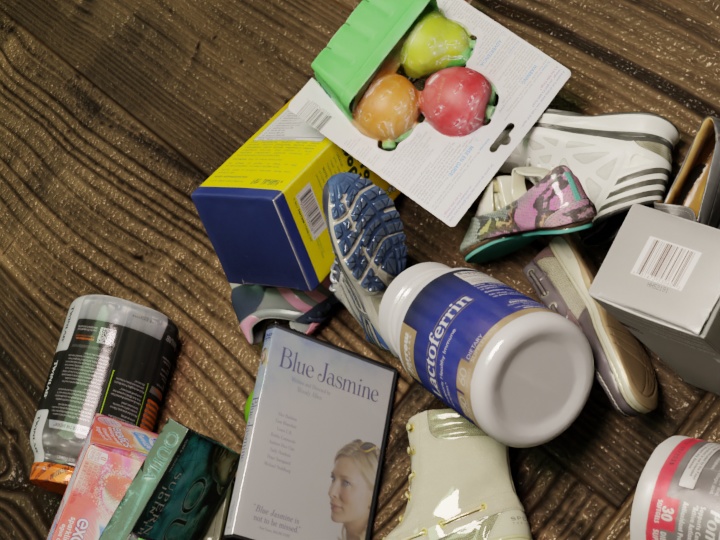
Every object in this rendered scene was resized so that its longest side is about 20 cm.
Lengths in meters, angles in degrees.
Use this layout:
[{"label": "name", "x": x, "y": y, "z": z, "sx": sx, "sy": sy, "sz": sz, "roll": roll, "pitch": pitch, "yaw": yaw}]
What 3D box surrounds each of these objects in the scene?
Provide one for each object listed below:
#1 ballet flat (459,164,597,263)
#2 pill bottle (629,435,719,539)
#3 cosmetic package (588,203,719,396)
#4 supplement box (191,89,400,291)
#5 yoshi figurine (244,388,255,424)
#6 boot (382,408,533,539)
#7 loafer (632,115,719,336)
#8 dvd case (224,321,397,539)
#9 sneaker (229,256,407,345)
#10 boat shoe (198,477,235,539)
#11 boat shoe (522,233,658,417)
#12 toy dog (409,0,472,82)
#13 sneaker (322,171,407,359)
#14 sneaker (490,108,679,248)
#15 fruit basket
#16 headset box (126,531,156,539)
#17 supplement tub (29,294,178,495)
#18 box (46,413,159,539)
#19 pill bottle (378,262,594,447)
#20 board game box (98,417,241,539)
[{"label": "ballet flat", "x": 0.145, "y": -0.056, "z": 1.224, "sx": 0.200, "sy": 0.069, "sz": 0.072, "roll": 158, "pitch": 99, "yaw": -68}, {"label": "pill bottle", "x": 0.308, "y": 0.195, "z": 0.997, "sx": 0.199, "sy": 0.111, "sz": 0.111, "roll": 10, "pitch": 73, "yaw": 39}, {"label": "cosmetic package", "x": 0.272, "y": 0.035, "z": 1.049, "sx": 0.107, "sy": 0.200, "sz": 0.090, "roll": 21, "pitch": 78, "yaw": 43}, {"label": "supplement box", "x": -0.052, "y": -0.083, "z": 1.347, "sx": 0.108, "sy": 0.110, "sz": 0.200, "roll": 5, "pitch": 40, "yaw": 37}, {"label": "yoshi figurine", "x": -0.079, "y": 0.188, "z": 1.284, "sx": 0.112, "sy": 0.112, "sz": 0.201, "roll": -5, "pitch": 61, "yaw": 41}, {"label": "boot", "x": 0.050, "y": 0.209, "z": 1.201, "sx": 0.199, "sy": 0.072, "sz": 0.155, "roll": -20, "pitch": 57, "yaw": 19}, {"label": "loafer", "x": 0.272, "y": -0.038, "z": 1.160, "sx": 0.201, "sy": 0.072, "sz": 0.073, "roll": -60, "pitch": 27, "yaw": -10}, {"label": "dvd case", "x": -0.041, "y": 0.163, "z": 1.247, "sx": 0.018, "sy": 0.142, "sz": 0.201, "roll": -23, "pitch": 51, "yaw": 54}, {"label": "sneaker", "x": -0.038, "y": 0.024, "z": 1.378, "sx": 0.199, "sy": 0.070, "sz": 0.083, "roll": -12, "pitch": 86, "yaw": 27}, {"label": "boat shoe", "x": -0.164, "y": 0.284, "z": 1.324, "sx": 0.071, "sy": 0.061, "sz": 0.202, "roll": 14, "pitch": 77, "yaw": 13}, {"label": "boat shoe", "x": 0.195, "y": 0.053, "z": 1.183, "sx": 0.065, "sy": 0.072, "sz": 0.201, "roll": -38, "pitch": 46, "yaw": 20}, {"label": "toy dog", "x": 0.080, "y": -0.232, "z": 1.393, "sx": 0.132, "sy": 0.096, "sz": 0.200, "roll": -51, "pitch": 49, "yaw": 2}, {"label": "sneaker", "x": 0.000, "y": 0.000, "z": 1.276, "sx": 0.085, "sy": 0.201, "sz": 0.077, "roll": 8, "pitch": 38, "yaw": 48}, {"label": "sneaker", "x": 0.186, "y": -0.082, "z": 1.252, "sx": 0.200, "sy": 0.076, "sz": 0.116, "roll": 1, "pitch": 65, "yaw": 33}, {"label": "fruit basket", "x": 0.063, "y": -0.165, "z": 1.272, "sx": 0.200, "sy": 0.094, "sz": 0.186, "roll": 36, "pitch": 84, "yaw": 9}, {"label": "headset box", "x": -0.119, "y": 0.316, "z": 1.166, "sx": 0.199, "sy": 0.174, "sz": 0.093, "roll": 26, "pitch": 82, "yaw": 26}, {"label": "supplement tub", "x": -0.273, "y": 0.137, "z": 1.435, "sx": 0.122, "sy": 0.122, "sz": 0.201, "roll": 0, "pitch": 66, "yaw": 35}, {"label": "box", "x": -0.250, "y": 0.255, "z": 1.319, "sx": 0.103, "sy": 0.094, "sz": 0.201, "roll": -124, "pitch": 56, "yaw": -77}, {"label": "pill bottle", "x": 0.101, "y": 0.064, "z": 1.175, "sx": 0.116, "sy": 0.116, "sz": 0.200, "roll": -55, "pitch": 31, "yaw": -2}, {"label": "board game box", "x": -0.187, "y": 0.239, "z": 1.236, "sx": 0.028, "sy": 0.135, "sz": 0.201, "roll": 26, "pitch": 82, "yaw": 24}]
